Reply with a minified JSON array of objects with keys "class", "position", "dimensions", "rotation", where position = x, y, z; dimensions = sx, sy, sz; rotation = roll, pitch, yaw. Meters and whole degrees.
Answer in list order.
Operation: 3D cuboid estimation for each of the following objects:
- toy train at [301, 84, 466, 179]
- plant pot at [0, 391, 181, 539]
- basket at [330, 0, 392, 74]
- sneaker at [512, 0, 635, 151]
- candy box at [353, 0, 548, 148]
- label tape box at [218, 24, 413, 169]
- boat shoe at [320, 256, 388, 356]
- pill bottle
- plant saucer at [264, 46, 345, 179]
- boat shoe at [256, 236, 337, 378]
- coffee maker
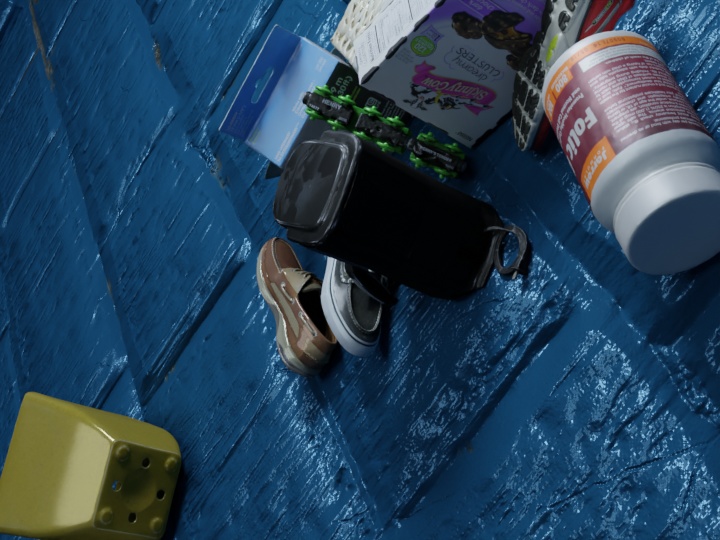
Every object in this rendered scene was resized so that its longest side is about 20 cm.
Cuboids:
[{"class":"toy train","position":[0.028,-0.153,1.136],"dimensions":[0.042,0.199,0.056],"rotation":[-66,-9,6]},{"class":"plant pot","position":[-0.357,0.288,1.405],"dimensions":[0.199,0.195,0.196],"rotation":[-2,71,46]},{"class":"basket","position":[0.073,-0.303,1.182],"dimensions":[0.201,0.135,0.123],"rotation":[-59,32,13]},{"class":"sneaker","position":[0.208,-0.195,0.994],"dimensions":[0.077,0.084,0.201],"rotation":[-99,23,-47]},{"class":"candy box","position":[0.118,-0.241,1.055],"dimensions":[0.200,0.167,0.072],"rotation":[-41,41,34]},{"class":"label tape box","position":[-0.047,-0.181,1.217],"dimensions":[0.144,0.199,0.066],"rotation":[-59,41,12]},{"class":"boat shoe","position":[0.000,0.000,1.170],"dimensions":[0.071,0.072,0.201],"rotation":[-41,41,39]},{"class":"pill bottle","position":[0.236,-0.101,0.870],"dimensions":[0.114,0.114,0.201],"rotation":[-44,41,30]},{"class":"plant saucer","position":[-0.060,-0.198,1.334],"dimensions":[0.202,0.038,0.201],"rotation":[-60,2,3]},{"class":"boat shoe","position":[-0.071,0.035,1.255],"dimensions":[0.072,0.075,0.201],"rotation":[-41,52,27]},{"class":"coffee maker","position":[0.038,-0.059,1.040],"dimensions":[0.191,0.199,0.136],"rotation":[-19,58,47]}]
